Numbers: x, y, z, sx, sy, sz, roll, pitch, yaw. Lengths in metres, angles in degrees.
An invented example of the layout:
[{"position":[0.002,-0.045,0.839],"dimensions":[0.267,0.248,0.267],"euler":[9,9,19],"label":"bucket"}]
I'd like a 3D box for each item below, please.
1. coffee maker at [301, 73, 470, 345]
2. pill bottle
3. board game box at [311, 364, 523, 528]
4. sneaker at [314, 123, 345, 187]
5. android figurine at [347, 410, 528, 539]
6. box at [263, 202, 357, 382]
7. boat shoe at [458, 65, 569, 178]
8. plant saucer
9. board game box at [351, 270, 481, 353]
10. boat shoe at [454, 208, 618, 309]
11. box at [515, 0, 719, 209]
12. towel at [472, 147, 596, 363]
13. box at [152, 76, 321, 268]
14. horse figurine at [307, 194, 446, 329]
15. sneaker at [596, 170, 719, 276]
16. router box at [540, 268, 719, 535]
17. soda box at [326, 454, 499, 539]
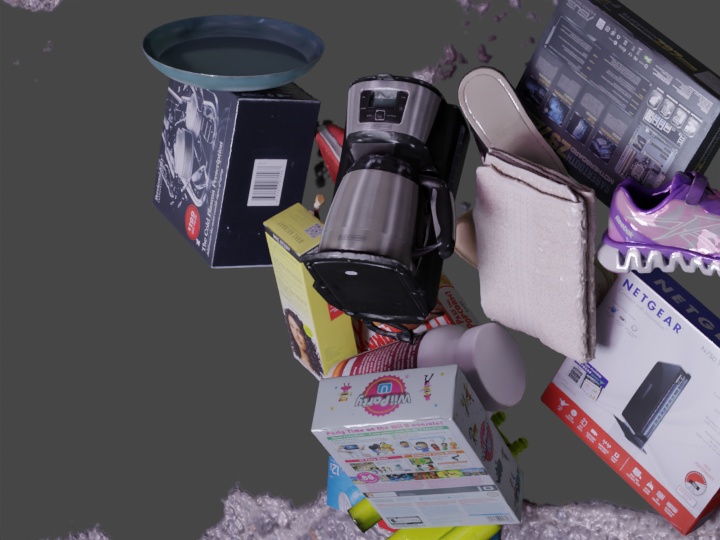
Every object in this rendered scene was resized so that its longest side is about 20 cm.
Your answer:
[{"position":[0.026,-0.061,1.476],"dimensions":[0.192,0.134,0.201],"euler":[105,179,-68],"label":"coffee maker"},{"position":[0.066,0.121,1.564],"dimensions":[0.199,0.113,0.114],"euler":[-22,86,38],"label":"pill bottle"},{"position":[0.060,0.178,1.492],"dimensions":[0.147,0.200,0.065],"euler":[-7,51,23],"label":"board game box"},{"position":[0.032,-0.118,1.640],"dimensions":[0.200,0.115,0.079],"euler":[53,169,49],"label":"sneaker"},{"position":[0.086,0.226,1.609],"dimensions":[0.200,0.041,0.182],"euler":[-36,45,-1],"label":"android figurine"},{"position":[-0.050,0.030,1.628],"dimensions":[0.075,0.050,0.201],"euler":[39,150,42],"label":"box"},{"position":[0.155,-0.108,1.490],"dimensions":[0.072,0.063,0.201],"euler":[-26,100,8],"label":"boat shoe"},{"position":[-0.139,-0.236,1.668],"dimensions":[0.200,0.200,0.028],"euler":[23,123,35],"label":"plant saucer"},{"position":[0.037,0.049,1.679],"dimensions":[0.200,0.046,0.152],"euler":[54,129,18],"label":"board game box"},{"position":[0.163,-0.011,1.541],"dimensions":[0.199,0.069,0.074],"euler":[23,114,35],"label":"boat shoe"},{"position":[0.245,-0.153,1.448],"dimensions":[0.200,0.051,0.158],"euler":[43,126,26],"label":"box"},{"position":[0.166,-0.012,1.440],"dimensions":[0.132,0.034,0.201],"euler":[27,137,40],"label":"towel"},{"position":[-0.145,-0.130,1.723],"dimensions":[0.182,0.104,0.201],"euler":[42,127,51],"label":"box"},{"position":[0.000,0.000,1.620],"dimensions":[0.200,0.050,0.133],"euler":[47,153,13],"label":"horse figurine"},{"position":[0.309,-0.045,1.366],"dimensions":[0.199,0.080,0.089],"euler":[2,111,20],"label":"sneaker"},{"position":[0.294,0.120,1.470],"dimensions":[0.200,0.049,0.180],"euler":[44,125,26],"label":"router box"},{"position":[0.057,0.254,1.693],"dimensions":[0.199,0.068,0.065],"euler":[15,109,38],"label":"soda box"}]
